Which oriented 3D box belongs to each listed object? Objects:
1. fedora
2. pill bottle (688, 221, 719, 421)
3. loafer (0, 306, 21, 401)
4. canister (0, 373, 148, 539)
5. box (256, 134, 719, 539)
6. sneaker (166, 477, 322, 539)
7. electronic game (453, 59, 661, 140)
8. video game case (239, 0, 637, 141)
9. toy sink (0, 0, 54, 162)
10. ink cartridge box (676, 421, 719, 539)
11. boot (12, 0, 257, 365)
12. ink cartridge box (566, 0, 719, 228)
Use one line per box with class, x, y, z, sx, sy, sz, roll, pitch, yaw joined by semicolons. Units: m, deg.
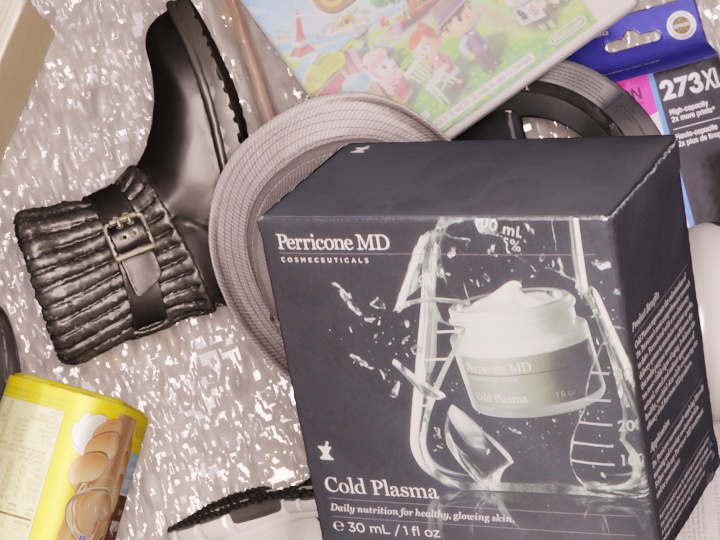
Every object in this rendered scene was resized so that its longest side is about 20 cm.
fedora;0.000;0.000;1.291;0.177;0.090;0.200;-27;103;9
pill bottle;0.240;0.027;1.259;0.200;0.116;0.117;-4;83;-11
loafer;-0.260;0.115;1.354;0.068;0.070;0.201;7;84;27
canister;-0.196;0.170;1.313;0.086;0.149;0.200;15;83;5
box;0.073;0.039;1.158;0.200;0.124;0.197;0;112;26
sneaker;-0.025;0.165;1.318;0.200;0.074;0.080;-20;94;39
electronic game;0.102;-0.036;1.362;0.200;0.042;0.200;-1;86;18
video game case;0.039;-0.180;1.342;0.200;0.022;0.182;-36;85;-1
toy sink;-0.316;-0.138;1.368;0.200;0.112;0.131;22;85;5
ink cartridge box;0.193;0.186;1.333;0.176;0.045;0.200;-3;91;30
boot;-0.146;-0.057;1.369;0.158;0.079;0.211;-14;84;1
ink cartridge box;0.196;-0.072;1.379;0.095;0.037;0.200;-15;81;1
